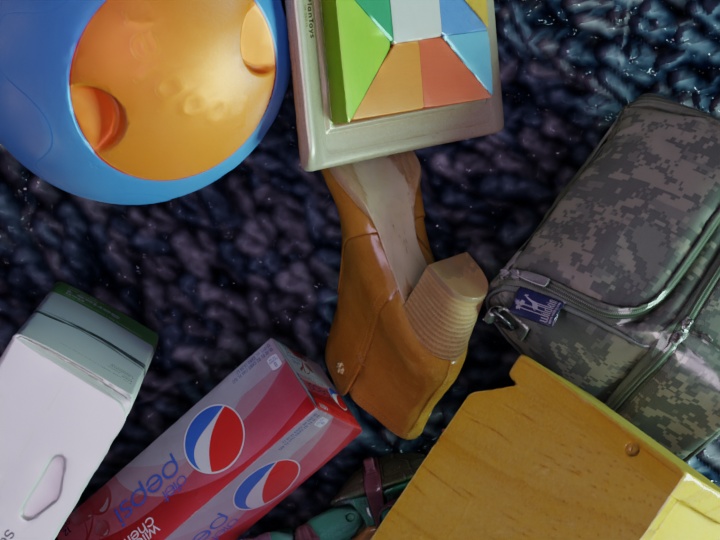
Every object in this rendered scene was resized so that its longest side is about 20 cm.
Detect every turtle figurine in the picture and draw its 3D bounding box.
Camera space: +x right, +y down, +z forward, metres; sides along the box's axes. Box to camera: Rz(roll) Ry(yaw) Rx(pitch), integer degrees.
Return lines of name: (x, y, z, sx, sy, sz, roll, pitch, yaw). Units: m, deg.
turtle figurine: (0.020, 0.172, 1.314, 0.199, 0.150, 0.101, -16, 67, 4)

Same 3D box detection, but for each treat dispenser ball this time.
treat dispenser ball: (-0.139, -0.141, 1.207, 0.200, 0.201, 0.202, -1, 99, -3)

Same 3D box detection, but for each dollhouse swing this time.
dollhouse swing: (0.132, 0.190, 1.225, 0.181, 0.176, 0.200, 36, 95, 30)

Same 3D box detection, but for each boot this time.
boot: (0.001, 0.000, 1.300, 0.071, 0.202, 0.144, -10, 143, -36)

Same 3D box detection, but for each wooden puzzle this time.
wooden puzzle: (0.026, -0.166, 1.232, 0.199, 0.037, 0.186, -16, 104, -46)

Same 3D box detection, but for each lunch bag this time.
lunch bag: (0.190, 0.001, 1.258, 0.167, 0.139, 0.200, 35, 63, 6)

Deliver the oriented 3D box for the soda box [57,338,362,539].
soda box: (-0.100, 0.137, 1.298, 0.200, 0.070, 0.064, -42, 60, 10)

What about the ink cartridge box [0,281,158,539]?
ink cartridge box: (-0.201, 0.100, 1.240, 0.084, 0.200, 0.147, 30, 96, -5)
